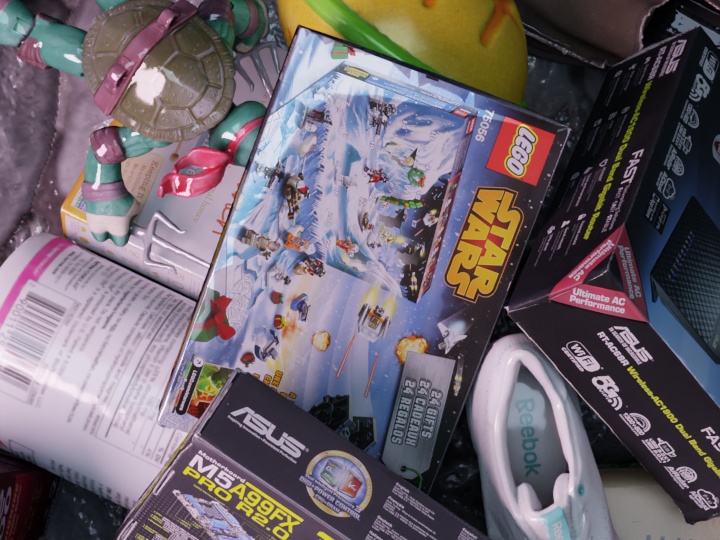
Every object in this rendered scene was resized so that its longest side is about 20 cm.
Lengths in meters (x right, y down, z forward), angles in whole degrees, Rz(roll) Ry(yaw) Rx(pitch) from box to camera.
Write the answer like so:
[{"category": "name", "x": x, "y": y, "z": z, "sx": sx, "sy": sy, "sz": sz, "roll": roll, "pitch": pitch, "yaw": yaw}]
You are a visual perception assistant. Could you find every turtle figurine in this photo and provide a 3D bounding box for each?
[{"category": "turtle figurine", "x": -0.102, "y": -0.099, "z": 0.943, "sx": 0.200, "sy": 0.101, "sz": 0.150, "roll": 41, "pitch": 71, "yaw": 8}]

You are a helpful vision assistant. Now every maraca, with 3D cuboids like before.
[{"category": "maraca", "x": 0.006, "y": -0.139, "z": 0.978, "sx": 0.200, "sy": 0.137, "sz": 0.107, "roll": 44, "pitch": 108, "yaw": 22}]

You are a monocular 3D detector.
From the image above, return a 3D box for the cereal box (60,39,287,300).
[{"category": "cereal box", "x": -0.038, "y": -0.040, "z": 1.006, "sx": 0.200, "sy": 0.040, "sz": 0.144, "roll": 24, "pitch": 66, "yaw": 4}]

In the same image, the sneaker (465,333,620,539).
[{"category": "sneaker", "x": 0.091, "y": 0.128, "z": 0.884, "sx": 0.075, "sy": 0.088, "sz": 0.200, "roll": -17, "pitch": 86, "yaw": 0}]

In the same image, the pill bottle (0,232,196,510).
[{"category": "pill bottle", "x": -0.103, "y": 0.070, "z": 0.985, "sx": 0.200, "sy": 0.113, "sz": 0.114, "roll": 26, "pitch": 88, "yaw": 4}]

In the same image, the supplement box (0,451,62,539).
[{"category": "supplement box", "x": -0.207, "y": 0.144, "z": 0.941, "sx": 0.061, "sy": 0.200, "sz": 0.109, "roll": 15, "pitch": 87, "yaw": 4}]

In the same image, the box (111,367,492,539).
[{"category": "box", "x": -0.011, "y": 0.149, "z": 0.880, "sx": 0.200, "sy": 0.160, "sz": 0.044, "roll": 34, "pitch": 52, "yaw": -3}]

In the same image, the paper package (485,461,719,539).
[{"category": "paper package", "x": 0.166, "y": 0.194, "z": 0.970, "sx": 0.200, "sy": 0.103, "sz": 0.191, "roll": -2, "pitch": 84, "yaw": 3}]

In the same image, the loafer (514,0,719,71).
[{"category": "loafer", "x": 0.146, "y": -0.139, "z": 1.009, "sx": 0.200, "sy": 0.071, "sz": 0.073, "roll": 21, "pitch": 87, "yaw": 4}]

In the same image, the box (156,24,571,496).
[{"category": "box", "x": 0.000, "y": 0.000, "z": 0.899, "sx": 0.137, "sy": 0.040, "sz": 0.200, "roll": 20, "pitch": 98, "yaw": -7}]

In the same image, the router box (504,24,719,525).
[{"category": "router box", "x": 0.164, "y": -0.001, "z": 0.923, "sx": 0.062, "sy": 0.200, "sz": 0.150, "roll": -23, "pitch": 118, "yaw": 40}]
